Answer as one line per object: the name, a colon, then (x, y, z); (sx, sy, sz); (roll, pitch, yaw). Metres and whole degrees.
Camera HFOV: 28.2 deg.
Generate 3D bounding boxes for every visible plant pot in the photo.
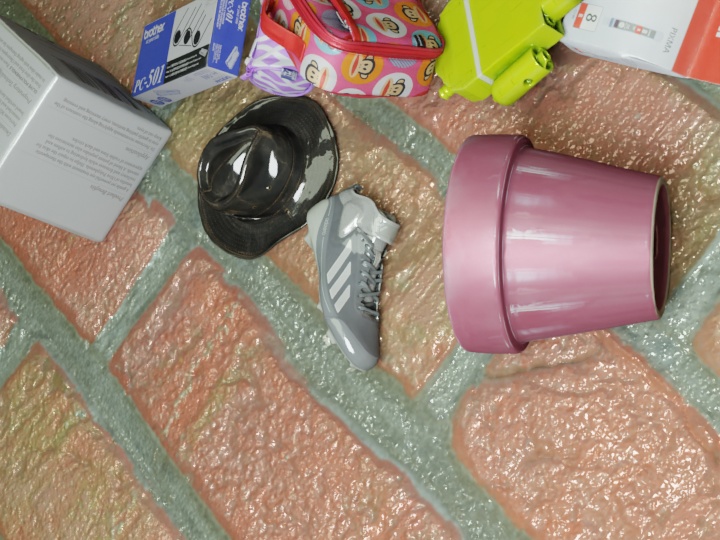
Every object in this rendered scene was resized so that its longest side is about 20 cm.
plant pot: (0.184, -0.022, 1.295); (0.178, 0.200, 0.201); (2, 77, 20)

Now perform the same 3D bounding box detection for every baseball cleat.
baseball cleat: (0.000, 0.000, 1.478); (0.106, 0.070, 0.201); (-31, 62, 24)

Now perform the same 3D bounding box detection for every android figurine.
android figurine: (0.144, -0.250, 1.448); (0.200, 0.041, 0.183); (-39, 44, 36)

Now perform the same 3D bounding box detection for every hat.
hat: (-0.126, -0.118, 1.593); (0.200, 0.081, 0.202); (-12, 69, 32)

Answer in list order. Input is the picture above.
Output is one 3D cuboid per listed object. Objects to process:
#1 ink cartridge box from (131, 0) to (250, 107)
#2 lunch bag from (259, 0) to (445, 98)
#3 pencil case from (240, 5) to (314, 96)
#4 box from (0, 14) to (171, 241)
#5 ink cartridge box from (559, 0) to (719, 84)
ink cartridge box: (-0.199, -0.256, 1.665); (0.200, 0.044, 0.095); (-7, 72, 57)
lunch bag: (-0.024, -0.259, 1.488); (0.200, 0.175, 0.082); (60, 140, 42)
pencil case: (-0.081, -0.294, 1.609); (0.084, 0.085, 0.201); (132, 147, -70)
box: (-0.380, -0.173, 1.712); (0.200, 0.199, 0.172); (40, 100, 37)
ink cartridge box: (0.302, -0.268, 1.362); (0.199, 0.050, 0.163); (21, 89, 40)
